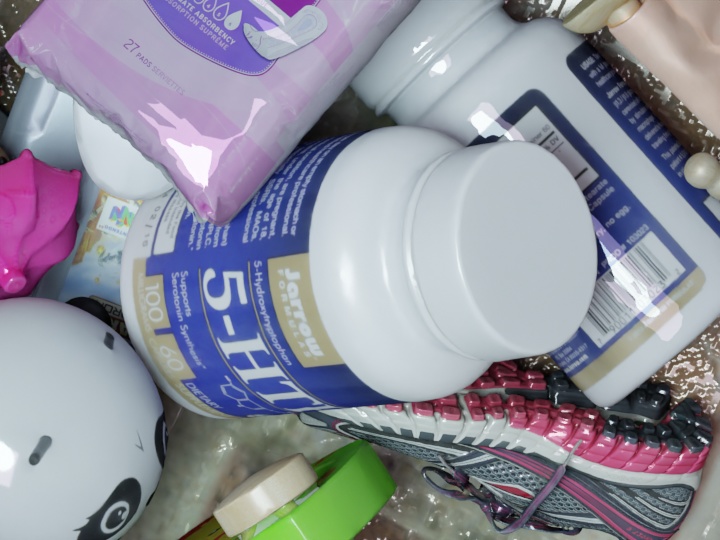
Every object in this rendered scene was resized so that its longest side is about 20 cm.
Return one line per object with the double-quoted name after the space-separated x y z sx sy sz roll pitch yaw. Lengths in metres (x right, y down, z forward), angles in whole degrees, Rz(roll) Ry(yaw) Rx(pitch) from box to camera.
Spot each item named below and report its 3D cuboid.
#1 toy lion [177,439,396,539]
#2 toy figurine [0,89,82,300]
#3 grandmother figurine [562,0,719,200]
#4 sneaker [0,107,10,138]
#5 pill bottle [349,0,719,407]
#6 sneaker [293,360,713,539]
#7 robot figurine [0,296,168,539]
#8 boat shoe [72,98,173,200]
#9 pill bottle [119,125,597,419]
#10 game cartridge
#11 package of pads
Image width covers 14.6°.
-0.063 0.136 1.314 0.199 0.192 0.069 -33 92 24 "toy lion"
-0.194 -0.072 1.277 0.149 0.200 0.185 -21 98 -7 "toy figurine"
0.189 -0.071 1.291 0.200 0.061 0.121 46 72 -9 "grandmother figurine"
-0.220 -0.068 1.375 0.200 0.082 0.070 41 105 1 "sneaker"
0.085 -0.045 1.301 0.111 0.111 0.200 -42 88 14 "pill bottle"
0.063 0.085 1.332 0.199 0.081 0.075 14 117 1 "sneaker"
-0.167 0.094 1.263 0.200 0.124 0.151 -40 60 47 "robot figurine"
-0.086 -0.132 1.270 0.071 0.066 0.202 6 94 0 "boat shoe"
0.000 0.000 1.234 0.199 0.119 0.121 -9 97 45 "pill bottle"
-0.086 -0.012 1.356 0.199 0.042 0.134 21 98 -7 "game cartridge"
-0.041 -0.128 1.192 0.120 0.076 0.200 40 87 6 "package of pads"
